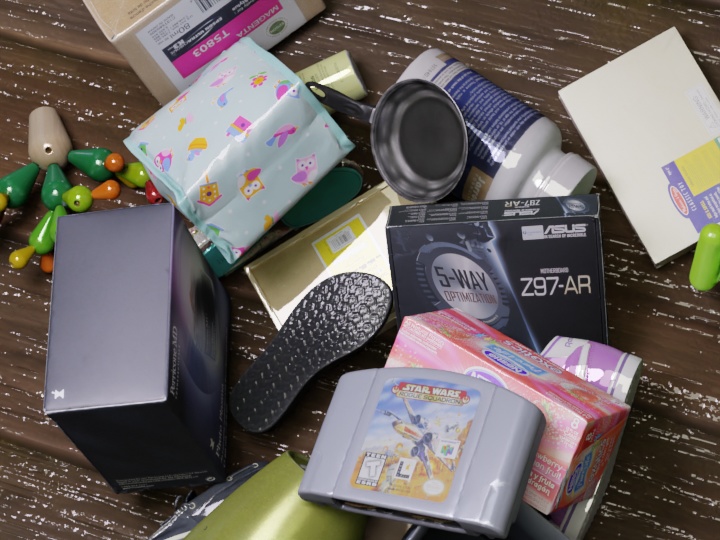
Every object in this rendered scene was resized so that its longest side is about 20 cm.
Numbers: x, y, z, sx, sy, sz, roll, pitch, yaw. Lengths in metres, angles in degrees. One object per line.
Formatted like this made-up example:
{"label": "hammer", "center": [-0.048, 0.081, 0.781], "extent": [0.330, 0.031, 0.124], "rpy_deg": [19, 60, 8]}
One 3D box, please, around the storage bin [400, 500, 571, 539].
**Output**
{"label": "storage bin", "center": [0.111, 0.286, 1.593], "extent": [0.200, 0.134, 0.146], "rpy_deg": [39, 76, -5]}

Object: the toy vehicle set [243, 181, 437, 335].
{"label": "toy vehicle set", "center": [0.000, 0.000, 1.773], "extent": [0.199, 0.027, 0.125], "rpy_deg": [-31, 75, 3]}

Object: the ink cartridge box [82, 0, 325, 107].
{"label": "ink cartridge box", "center": [-0.151, -0.265, 1.781], "extent": [0.199, 0.165, 0.075], "rpy_deg": [-36, 61, 1]}

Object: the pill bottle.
{"label": "pill bottle", "center": [0.122, -0.116, 1.733], "extent": [0.199, 0.111, 0.111], "rpy_deg": [35, 86, 16]}

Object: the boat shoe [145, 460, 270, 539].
{"label": "boat shoe", "center": [-0.152, 0.248, 1.723], "extent": [0.199, 0.075, 0.062], "rpy_deg": [-32, 45, -4]}

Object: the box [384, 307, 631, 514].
{"label": "box", "center": [0.123, 0.121, 1.611], "extent": [0.199, 0.102, 0.095], "rpy_deg": [30, 108, 27]}

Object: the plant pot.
{"label": "plant pot", "center": [-0.083, 0.271, 1.634], "extent": [0.186, 0.187, 0.201], "rpy_deg": [34, 92, 15]}

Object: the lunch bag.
{"label": "lunch bag", "center": [-0.125, -0.127, 1.723], "extent": [0.170, 0.122, 0.200], "rpy_deg": [-44, 37, -2]}

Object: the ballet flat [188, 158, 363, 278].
{"label": "ballet flat", "center": [-0.093, -0.064, 1.787], "extent": [0.199, 0.076, 0.064], "rpy_deg": [-30, 41, -3]}

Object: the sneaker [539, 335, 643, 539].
{"label": "sneaker", "center": [0.181, 0.160, 1.677], "extent": [0.113, 0.073, 0.202], "rpy_deg": [17, 91, 14]}

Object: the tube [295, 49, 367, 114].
{"label": "tube", "center": [-0.090, -0.155, 1.814], "extent": [0.199, 0.052, 0.058], "rpy_deg": [-25, 31, 8]}

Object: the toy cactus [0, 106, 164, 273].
{"label": "toy cactus", "center": [-0.301, -0.090, 1.827], "extent": [0.198, 0.102, 0.166], "rpy_deg": [-22, 56, 7]}

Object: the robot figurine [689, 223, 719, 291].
{"label": "robot figurine", "center": [0.392, 0.004, 1.653], "extent": [0.174, 0.116, 0.202], "rpy_deg": [8, 82, 3]}

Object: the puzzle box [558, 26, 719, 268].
{"label": "puzzle box", "center": [0.294, -0.118, 1.747], "extent": [0.132, 0.025, 0.201], "rpy_deg": [-28, 75, 3]}

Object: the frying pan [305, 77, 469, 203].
{"label": "frying pan", "center": [0.029, -0.122, 1.698], "extent": [0.189, 0.031, 0.116], "rpy_deg": [4, 102, 41]}

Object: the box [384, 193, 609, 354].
{"label": "box", "center": [0.130, 0.013, 1.691], "extent": [0.198, 0.044, 0.162], "rpy_deg": [-2, 119, 9]}

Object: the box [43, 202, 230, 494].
{"label": "box", "center": [-0.201, 0.076, 1.680], "extent": [0.122, 0.199, 0.202], "rpy_deg": [-7, 62, 11]}

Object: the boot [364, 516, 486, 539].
{"label": "boot", "center": [0.017, 0.255, 1.694], "extent": [0.200, 0.070, 0.146], "rpy_deg": [41, 89, 16]}

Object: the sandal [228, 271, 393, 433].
{"label": "sandal", "center": [-0.046, 0.073, 1.732], "extent": [0.200, 0.048, 0.076], "rpy_deg": [-43, 75, 15]}

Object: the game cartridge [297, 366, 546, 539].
{"label": "game cartridge", "center": [0.052, 0.149, 1.539], "extent": [0.198, 0.042, 0.134], "rpy_deg": [6, 66, 30]}
